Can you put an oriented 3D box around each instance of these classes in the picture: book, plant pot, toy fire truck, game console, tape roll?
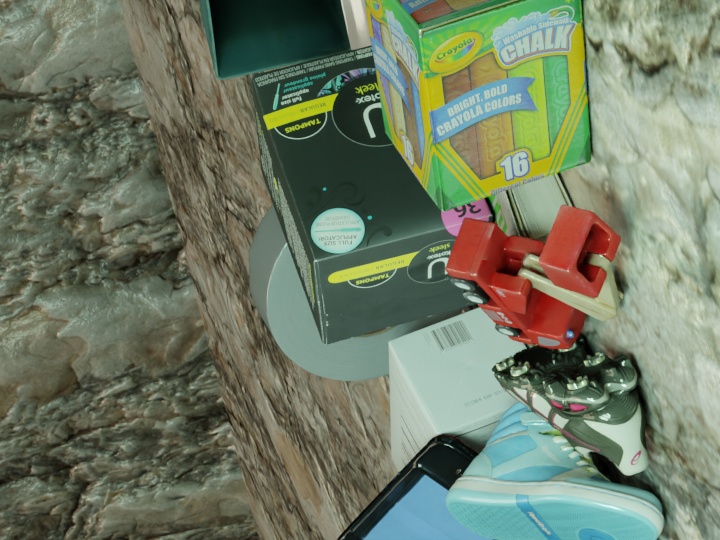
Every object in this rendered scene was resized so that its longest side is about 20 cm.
[{"bbox_3d":[0.116,-0.061,1.638,0.200,0.048,0.134,103,149,-73],"label":"book"},{"bbox_3d":[-0.104,-0.319,2.010,0.141,0.141,0.200,86,167,-50],"label":"plant pot"},{"bbox_3d":[0.142,0.009,1.502,0.141,0.049,0.200,12,162,32],"label":"toy fire truck"},{"bbox_3d":[0.073,0.270,1.747,0.172,0.119,0.200,35,130,-5],"label":"game console"},{"bbox_3d":[0.000,0.000,1.856,0.066,0.200,0.200,-125,20,-56],"label":"tape roll"}]

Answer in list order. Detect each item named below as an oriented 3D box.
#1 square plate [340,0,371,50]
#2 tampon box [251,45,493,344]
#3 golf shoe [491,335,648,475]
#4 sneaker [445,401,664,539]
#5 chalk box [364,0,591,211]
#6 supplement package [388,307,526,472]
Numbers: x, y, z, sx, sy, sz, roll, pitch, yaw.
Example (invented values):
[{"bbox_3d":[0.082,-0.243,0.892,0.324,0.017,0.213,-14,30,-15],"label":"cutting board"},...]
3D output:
[{"bbox_3d":[0.028,-0.204,1.843,0.200,0.028,0.198,-132,27,-62],"label":"square plate"},{"bbox_3d":[0.008,-0.068,1.677,0.126,0.150,0.200,86,166,-55],"label":"tampon box"},{"bbox_3d":[0.163,0.104,1.589,0.088,0.077,0.200,67,170,-14],"label":"golf shoe"},{"bbox_3d":[0.172,0.153,1.629,0.200,0.131,0.080,2,140,40],"label":"sneaker"},{"bbox_3d":[0.080,-0.168,1.432,0.124,0.124,0.200,-122,17,-49],"label":"chalk box"},{"bbox_3d":[0.096,0.143,1.844,0.200,0.114,0.110,89,158,-53],"label":"supplement package"}]
